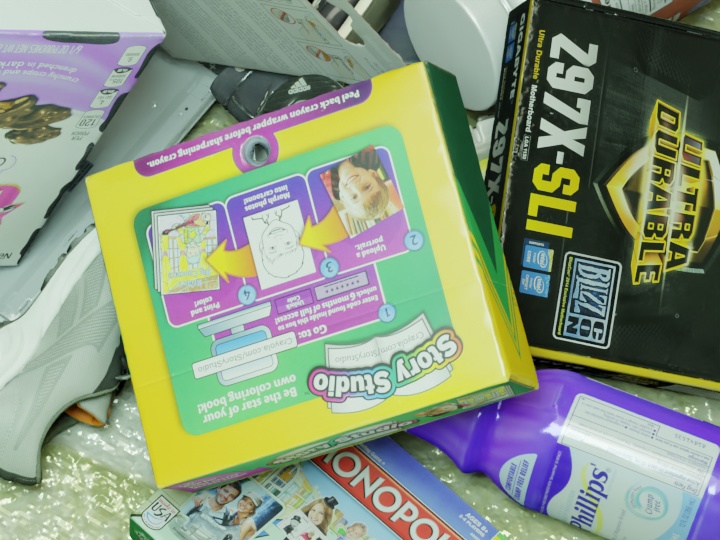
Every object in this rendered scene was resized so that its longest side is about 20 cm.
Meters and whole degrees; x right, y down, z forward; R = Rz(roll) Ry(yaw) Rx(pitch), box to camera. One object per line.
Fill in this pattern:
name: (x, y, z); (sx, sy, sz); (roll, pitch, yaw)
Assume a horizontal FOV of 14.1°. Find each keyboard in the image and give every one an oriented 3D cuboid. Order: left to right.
keyboard: (-0.157, -0.051, 1.661); (0.056, 0.011, 0.200); (31, 68, 20)

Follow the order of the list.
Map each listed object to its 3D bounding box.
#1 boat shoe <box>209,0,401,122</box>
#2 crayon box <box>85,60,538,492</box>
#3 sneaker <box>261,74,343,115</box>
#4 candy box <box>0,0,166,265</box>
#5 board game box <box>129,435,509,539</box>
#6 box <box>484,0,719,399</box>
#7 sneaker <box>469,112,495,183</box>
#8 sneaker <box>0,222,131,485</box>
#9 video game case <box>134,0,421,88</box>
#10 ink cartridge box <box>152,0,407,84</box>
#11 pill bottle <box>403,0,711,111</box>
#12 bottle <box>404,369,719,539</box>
boat shoe: (-0.016, -0.160, 1.688); (0.063, 0.073, 0.200); (29, 67, 9)
crayon box: (-0.027, 0.006, 1.514); (0.200, 0.058, 0.173); (-18, 80, 17)
sneaker: (0.000, 0.000, 1.600); (0.076, 0.115, 0.201); (-9, 77, 20)
candy box: (-0.223, -0.086, 1.535); (0.168, 0.200, 0.072); (-3, 55, -38)
board game box: (-0.006, 0.157, 1.548); (0.200, 0.029, 0.135); (40, 66, 18)
box: (0.149, -0.039, 1.604); (0.159, 0.049, 0.200); (11, 80, -12)
sneaker: (0.127, -0.053, 1.661); (0.200, 0.078, 0.090); (-20, 74, -11)
sneaker: (-0.148, 0.035, 1.593); (0.079, 0.074, 0.200); (38, 70, 7)
video game case: (-0.043, -0.173, 1.744); (0.200, 0.019, 0.143); (-3, 60, -6)
ink cartridge box: (-0.066, -0.162, 1.564); (0.200, 0.161, 0.050); (9, 67, 39)
pill bottle: (0.128, -0.175, 1.698); (0.200, 0.112, 0.112); (-32, 66, -23)
bottle: (0.112, 0.095, 1.559); (0.200, 0.084, 0.065); (21, 52, 7)
